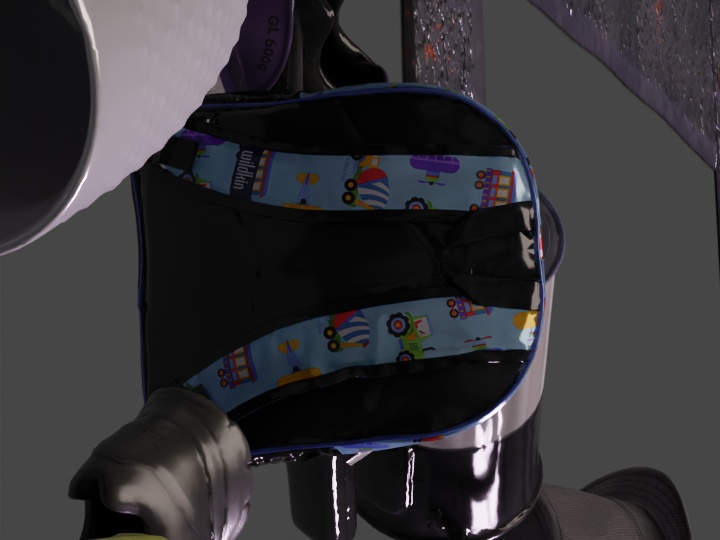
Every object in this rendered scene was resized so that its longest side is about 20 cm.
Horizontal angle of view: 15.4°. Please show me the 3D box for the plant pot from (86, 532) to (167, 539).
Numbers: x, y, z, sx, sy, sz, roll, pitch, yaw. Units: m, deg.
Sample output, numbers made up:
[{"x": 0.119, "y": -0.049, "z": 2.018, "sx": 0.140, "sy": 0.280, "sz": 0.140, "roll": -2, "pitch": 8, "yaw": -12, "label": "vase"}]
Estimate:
[{"x": -0.107, "y": 0.199, "z": 0.960, "sx": 0.200, "sy": 0.200, "sz": 0.185, "roll": 28, "pitch": 47, "yaw": -68, "label": "plant pot"}]

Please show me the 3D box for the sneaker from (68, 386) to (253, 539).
[{"x": -0.093, "y": 0.155, "z": 1.176, "sx": 0.091, "sy": 0.076, "sz": 0.201, "roll": -30, "pitch": 118, "yaw": -48, "label": "sneaker"}]

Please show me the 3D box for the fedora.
[{"x": 0.127, "y": 0.207, "z": 1.713, "sx": 0.090, "sy": 0.177, "sz": 0.201, "roll": 26, "pitch": 55, "yaw": -34, "label": "fedora"}]

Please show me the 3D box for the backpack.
[{"x": 0.000, "y": 0.000, "z": 1.269, "sx": 0.134, "sy": 0.199, "sz": 0.184, "roll": 10, "pitch": 75, "yaw": -71, "label": "backpack"}]

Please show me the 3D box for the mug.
[{"x": -0.129, "y": -0.082, "z": 1.005, "sx": 0.175, "sy": 0.147, "sz": 0.200, "roll": -42, "pitch": 162, "yaw": -58, "label": "mug"}]

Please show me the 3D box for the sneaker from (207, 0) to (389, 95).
[{"x": -0.023, "y": -0.068, "z": 1.393, "sx": 0.076, "sy": 0.087, "sz": 0.200, "roll": -75, "pitch": 154, "yaw": -45, "label": "sneaker"}]

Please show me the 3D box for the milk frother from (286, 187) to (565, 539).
[{"x": 0.072, "y": 0.080, "z": 1.417, "sx": 0.189, "sy": 0.199, "sz": 0.181, "roll": 91, "pitch": 24, "yaw": -44, "label": "milk frother"}]
